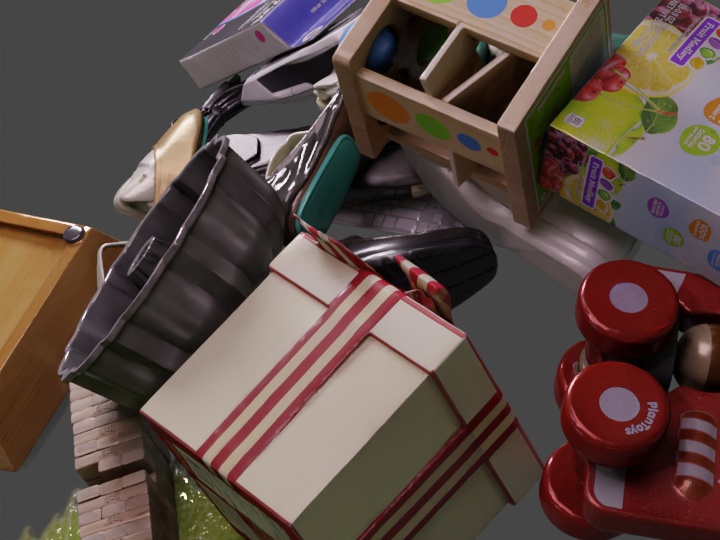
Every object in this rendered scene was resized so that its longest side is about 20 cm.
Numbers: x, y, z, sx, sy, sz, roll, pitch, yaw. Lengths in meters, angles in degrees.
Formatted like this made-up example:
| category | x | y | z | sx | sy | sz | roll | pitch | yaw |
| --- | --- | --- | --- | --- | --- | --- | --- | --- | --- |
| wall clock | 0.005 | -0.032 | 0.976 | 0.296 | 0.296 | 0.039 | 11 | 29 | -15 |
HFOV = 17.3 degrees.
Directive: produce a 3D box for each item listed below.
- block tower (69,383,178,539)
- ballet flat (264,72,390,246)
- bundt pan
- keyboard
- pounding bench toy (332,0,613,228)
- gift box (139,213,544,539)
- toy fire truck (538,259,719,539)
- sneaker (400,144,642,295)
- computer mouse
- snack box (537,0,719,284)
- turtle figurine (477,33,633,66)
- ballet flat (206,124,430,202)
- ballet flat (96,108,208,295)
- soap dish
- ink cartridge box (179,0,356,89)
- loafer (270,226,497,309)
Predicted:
| category | x | y | z | sx | sy | sz | roll | pitch | yaw |
| --- | --- | --- | --- | --- | --- | --- | --- | --- | --- |
| block tower | -0.162 | 0.151 | 1.638 | 0.058 | 0.054 | 0.200 | -19 | 47 | 11 |
| ballet flat | -0.017 | -0.103 | 1.707 | 0.068 | 0.068 | 0.200 | 19 | 59 | 37 |
| bundt pan | -0.119 | 0.009 | 1.611 | 0.202 | 0.076 | 0.202 | -53 | 12 | 17 |
| keyboard | 0.021 | -0.053 | 1.754 | 0.200 | 0.011 | 0.056 | 10 | 57 | 33 |
| pounding bench toy | 0.092 | -0.164 | 1.614 | 0.156 | 0.124 | 0.200 | 25 | 68 | 22 |
| gift box | -0.014 | 0.089 | 1.528 | 0.187 | 0.185 | 0.200 | -45 | 53 | -13 |
| toy fire truck | 0.207 | 0.089 | 1.489 | 0.168 | 0.112 | 0.200 | 11 | 52 | 2 |
| sneaker | 0.118 | -0.061 | 1.663 | 0.200 | 0.075 | 0.089 | 36 | 78 | 27 |
| computer mouse | -0.052 | -0.142 | 1.790 | 0.200 | 0.044 | 0.110 | -22 | 13 | 44 |
| snack box | 0.246 | -0.079 | 1.564 | 0.200 | 0.068 | 0.169 | 30 | 55 | 17 |
| turtle figurine | 0.145 | -0.140 | 1.713 | 0.200 | 0.101 | 0.150 | 5 | 59 | 20 |
| ballet flat | -0.027 | -0.074 | 1.766 | 0.200 | 0.057 | 0.067 | 0 | 52 | 20 |
| ballet flat | -0.156 | -0.027 | 1.731 | 0.063 | 0.069 | 0.200 | 11 | 78 | -11 |
| soap dish | -0.272 | 0.044 | 1.766 | 0.157 | 0.081 | 0.200 | 11 | 59 | 33 |
| ink cartridge box | -0.060 | -0.196 | 1.827 | 0.095 | 0.037 | 0.200 | -45 | 17 | -25 |
| loafer | 0.000 | 0.000 | 1.679 | 0.200 | 0.073 | 0.072 | -14 | 43 | 14 |
